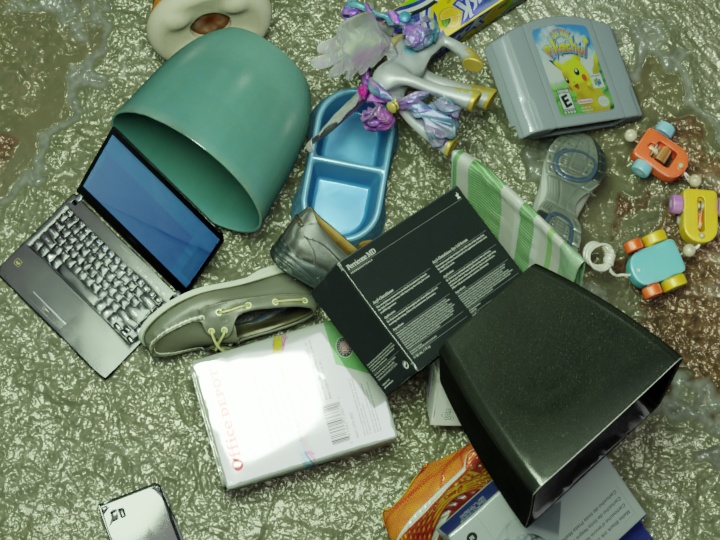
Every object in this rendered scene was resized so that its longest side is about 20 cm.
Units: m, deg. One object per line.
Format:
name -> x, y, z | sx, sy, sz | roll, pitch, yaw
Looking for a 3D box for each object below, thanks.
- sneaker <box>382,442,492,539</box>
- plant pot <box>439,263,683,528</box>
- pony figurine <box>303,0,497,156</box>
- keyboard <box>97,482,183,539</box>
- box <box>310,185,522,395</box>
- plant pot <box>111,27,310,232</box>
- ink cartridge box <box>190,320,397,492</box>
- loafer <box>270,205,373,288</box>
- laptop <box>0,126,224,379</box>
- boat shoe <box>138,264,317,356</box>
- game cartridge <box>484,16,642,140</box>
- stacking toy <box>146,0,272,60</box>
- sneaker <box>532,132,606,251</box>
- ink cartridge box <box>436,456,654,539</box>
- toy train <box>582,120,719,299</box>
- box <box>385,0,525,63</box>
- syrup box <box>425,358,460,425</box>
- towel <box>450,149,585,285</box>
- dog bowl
sneaker -> 0.103, 0.223, 1.715 | 0.199, 0.077, 0.073 | -38, 128, -1
plant pot -> 0.186, 0.116, 1.594 | 0.199, 0.200, 0.178 | -40, 72, -10
pony figurine -> 0.033, -0.210, 1.705 | 0.199, 0.167, 0.193 | 31, 49, 11
keyboard -> -0.242, 0.346, 1.705 | 0.126, 0.021, 0.202 | -19, 81, -14
box -> 0.067, 0.019, 1.680 | 0.199, 0.079, 0.142 | -32, 84, -37
plant pot -> -0.147, -0.167, 1.721 | 0.200, 0.201, 0.162 | 35, 71, 2
ink cartridge box -> -0.076, 0.147, 1.720 | 0.198, 0.088, 0.147 | -16, 81, -9
loafer -> 0.000, 0.000, 1.735 | 0.199, 0.073, 0.073 | 26, 107, -23
laptop -> -0.277, -0.017, 1.724 | 0.177, 0.103, 0.200 | 44, 79, 4
boat shoe -> -0.145, 0.053, 1.729 | 0.200, 0.072, 0.061 | -20, 56, -14
game cartridge -> 0.234, -0.224, 1.791 | 0.199, 0.040, 0.135 | -13, 77, -40
stacking toy -> -0.190, -0.349, 1.799 | 0.144, 0.147, 0.202 | -12, 62, -7
sneaker -> 0.222, -0.075, 1.793 | 0.074, 0.087, 0.201 | 28, 59, -4
ink cartridge box -> 0.213, 0.294, 1.704 | 0.199, 0.041, 0.201 | -40, 109, -11
toy train -> 0.339, -0.063, 1.813 | 0.149, 0.056, 0.201 | 29, 76, 2
box -> 0.116, -0.309, 1.826 | 0.199, 0.070, 0.065 | -33, 82, -9
syrup box -> 0.174, 0.120, 1.735 | 0.197, 0.079, 0.082 | 2, 39, -4
towel -> 0.166, -0.031, 1.713 | 0.023, 0.153, 0.200 | -33, 63, -19
dog bowl -> -0.016, -0.117, 1.792 | 0.110, 0.050, 0.202 | 11, 79, -3
